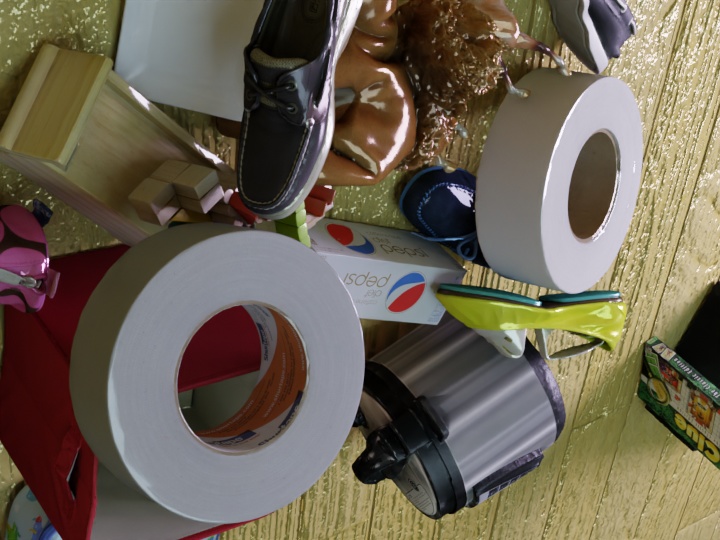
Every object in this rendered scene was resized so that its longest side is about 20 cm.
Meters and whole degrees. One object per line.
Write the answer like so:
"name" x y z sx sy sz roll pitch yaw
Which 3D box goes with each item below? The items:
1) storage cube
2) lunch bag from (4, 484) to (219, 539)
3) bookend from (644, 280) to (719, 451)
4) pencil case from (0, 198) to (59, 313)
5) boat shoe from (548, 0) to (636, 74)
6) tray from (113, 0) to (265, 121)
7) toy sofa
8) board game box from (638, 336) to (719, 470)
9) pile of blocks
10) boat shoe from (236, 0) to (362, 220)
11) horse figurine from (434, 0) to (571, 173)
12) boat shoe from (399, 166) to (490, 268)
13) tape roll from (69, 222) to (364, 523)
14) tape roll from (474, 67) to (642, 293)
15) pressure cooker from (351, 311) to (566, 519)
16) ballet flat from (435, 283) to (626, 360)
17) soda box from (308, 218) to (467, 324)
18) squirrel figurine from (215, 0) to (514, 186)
"storage cube" -0.170 0.098 1.090 0.199 0.180 0.171 -14 133 -34
"lunch bag" -0.224 0.247 1.258 0.199 0.082 0.161 -6 125 -40
"bookend" 0.496 0.119 1.772 0.199 0.092 0.199 0 124 -43
"pencil case" -0.311 -0.001 0.943 0.199 0.094 0.091 -8 125 -37
"boat shoe" 0.195 -0.245 1.190 0.060 0.074 0.200 -43 145 -1
"tray" -0.106 -0.205 0.969 0.107 0.022 0.201 13 122 -7
"toy sofa" -0.176 -0.081 1.015 0.200 0.097 0.083 39 71 -51
"board game box" 0.412 0.176 1.663 0.023 0.200 0.105 -29 139 -20
"pile of blocks" -0.080 -0.038 1.025 0.200 0.062 0.082 -6 107 -52
"boat shoe" -0.050 -0.135 0.940 0.065 0.072 0.201 12 96 -65
"horse figurine" 0.083 -0.170 1.163 0.200 0.050 0.133 -38 122 4
"boat shoe" 0.118 -0.045 1.305 0.200 0.069 0.084 16 113 -48
"tape roll" -0.096 0.068 0.953 0.200 0.066 0.201 -7 102 -34
"tape roll" 0.185 -0.082 1.270 0.202 0.071 0.203 -25 121 -50
"pressure cooker" 0.077 0.144 1.360 0.200 0.179 0.176 -32 127 -17
"ballet flat" 0.160 0.049 1.283 0.199 0.067 0.067 3 95 -25
"soda box" 0.000 0.000 1.241 0.200 0.068 0.064 8 119 -46
"squirrel figurine" 0.010 -0.171 1.054 0.199 0.141 0.187 1 110 -32
